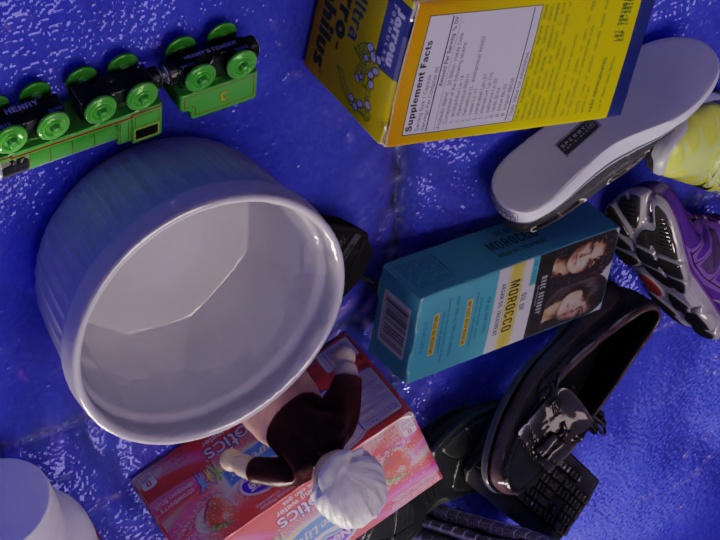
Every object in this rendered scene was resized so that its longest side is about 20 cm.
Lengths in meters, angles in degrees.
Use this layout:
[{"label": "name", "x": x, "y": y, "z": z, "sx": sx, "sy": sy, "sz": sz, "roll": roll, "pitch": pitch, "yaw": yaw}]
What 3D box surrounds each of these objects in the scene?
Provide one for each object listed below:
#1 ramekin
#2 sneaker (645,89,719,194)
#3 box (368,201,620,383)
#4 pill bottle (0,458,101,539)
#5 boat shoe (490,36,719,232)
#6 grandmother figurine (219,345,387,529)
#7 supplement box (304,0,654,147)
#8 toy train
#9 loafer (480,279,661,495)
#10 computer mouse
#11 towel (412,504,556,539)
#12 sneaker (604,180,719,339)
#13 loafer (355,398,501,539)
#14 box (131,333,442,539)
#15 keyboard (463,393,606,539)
[{"label": "ramekin", "x": -0.122, "y": 0.006, "z": 1.465, "sx": 0.200, "sy": 0.105, "sz": 0.201, "roll": -20, "pitch": 133, "yaw": -23}, {"label": "sneaker", "x": 0.300, "y": -0.087, "z": 1.709, "sx": 0.200, "sy": 0.076, "sz": 0.076, "roll": 2, "pitch": 123, "yaw": -44}, {"label": "box", "x": 0.101, "y": 0.013, "z": 1.657, "sx": 0.200, "sy": 0.049, "sz": 0.083, "roll": -19, "pitch": 134, "yaw": -34}, {"label": "pill bottle", "x": -0.229, "y": 0.226, "z": 1.563, "sx": 0.112, "sy": 0.112, "sz": 0.200, "roll": -30, "pitch": 137, "yaw": -12}, {"label": "boat shoe", "x": 0.180, "y": -0.100, "z": 1.636, "sx": 0.200, "sy": 0.069, "sz": 0.057, "roll": -35, "pitch": 157, "yaw": -5}, {"label": "grandmother figurine", "x": -0.043, "y": 0.104, "z": 1.532, "sx": 0.060, "sy": 0.200, "sz": 0.121, "roll": 26, "pitch": 108, "yaw": -46}, {"label": "supplement box", "x": 0.080, "y": -0.165, "z": 1.467, "sx": 0.199, "sy": 0.110, "sz": 0.109, "roll": -9, "pitch": 129, "yaw": -32}, {"label": "toy train", "x": -0.154, "y": -0.105, "z": 1.399, "sx": 0.199, "sy": 0.042, "sz": 0.056, "roll": -21, "pitch": 145, "yaw": -22}, {"label": "loafer", "x": 0.166, "y": 0.092, "z": 1.730, "sx": 0.200, "sy": 0.063, "sz": 0.072, "roll": -56, "pitch": 135, "yaw": -19}, {"label": "computer mouse", "x": 0.000, "y": 0.000, "z": 1.611, "sx": 0.059, "sy": 0.034, "sz": 0.200, "roll": -56, "pitch": 143, "yaw": 6}, {"label": "towel", "x": 0.123, "y": 0.247, "z": 1.791, "sx": 0.165, "sy": 0.200, "sz": 0.086, "roll": 20, "pitch": 82, "yaw": -49}, {"label": "sneaker", "x": 0.256, "y": -0.023, "z": 1.759, "sx": 0.084, "sy": 0.081, "sz": 0.200, "roll": -55, "pitch": 146, "yaw": -9}, {"label": "loafer", "x": 0.046, "y": 0.156, "z": 1.748, "sx": 0.200, "sy": 0.063, "sz": 0.072, "roll": -36, "pitch": 131, "yaw": -34}, {"label": "box", "x": -0.053, "y": 0.156, "z": 1.643, "sx": 0.200, "sy": 0.103, "sz": 0.095, "roll": -35, "pitch": 138, "yaw": -9}, {"label": "keyboard", "x": 0.155, "y": 0.149, "z": 1.814, "sx": 0.127, "sy": 0.021, "sz": 0.200, "roll": -62, "pitch": 146, "yaw": -9}]
